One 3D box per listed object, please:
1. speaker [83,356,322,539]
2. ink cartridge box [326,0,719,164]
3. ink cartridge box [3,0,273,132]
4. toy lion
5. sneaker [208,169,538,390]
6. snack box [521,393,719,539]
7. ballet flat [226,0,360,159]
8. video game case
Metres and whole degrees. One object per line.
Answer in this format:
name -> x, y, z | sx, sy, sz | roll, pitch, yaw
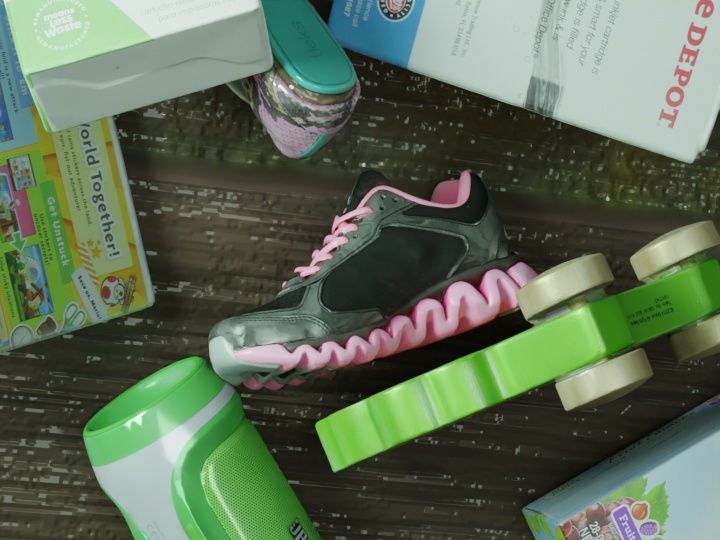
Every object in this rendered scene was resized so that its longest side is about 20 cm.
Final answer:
speaker -> -0.059, 0.147, 1.142 | 0.088, 0.088, 0.201 | -33, 101, -13
ink cartridge box -> 0.099, -0.160, 1.119 | 0.198, 0.084, 0.146 | 19, 114, 5
ink cartridge box -> -0.122, -0.180, 1.069 | 0.116, 0.067, 0.202 | -16, 68, -2
toy lion -> 0.080, 0.049, 1.146 | 0.199, 0.191, 0.069 | -16, 81, -55
sneaker -> 0.000, 0.000, 1.152 | 0.199, 0.079, 0.096 | -17, 89, -36
snack box -> 0.207, 0.181, 1.230 | 0.168, 0.068, 0.201 | -27, 100, -13
ballet flat -> -0.062, -0.141, 1.128 | 0.069, 0.071, 0.201 | -7, 60, -37
video game case -> -0.196, -0.058, 1.090 | 0.181, 0.023, 0.202 | -17, 97, -40
